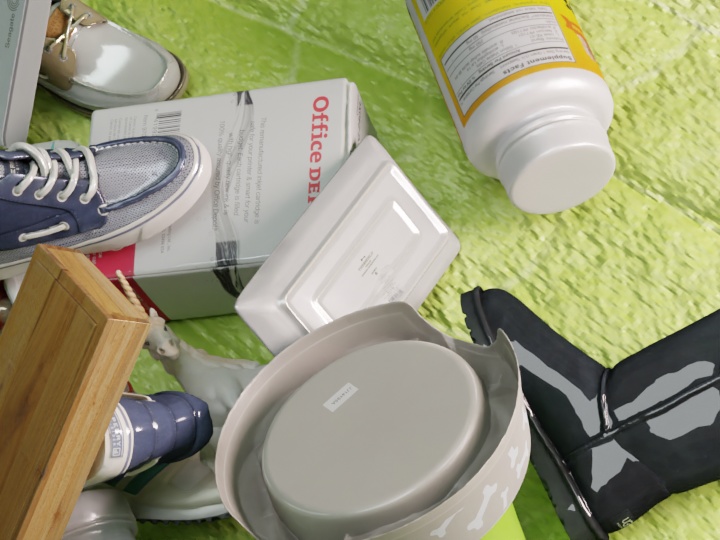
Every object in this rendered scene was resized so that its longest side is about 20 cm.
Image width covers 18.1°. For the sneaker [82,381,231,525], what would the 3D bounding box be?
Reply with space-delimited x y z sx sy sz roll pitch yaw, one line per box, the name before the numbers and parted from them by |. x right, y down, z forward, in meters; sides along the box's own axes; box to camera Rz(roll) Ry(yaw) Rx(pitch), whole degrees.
sneaker | -0.149 0.118 1.537 0.200 0.070 0.093 -1 99 21

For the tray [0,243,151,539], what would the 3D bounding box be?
tray | -0.203 0.095 1.411 0.099 0.037 0.200 41 114 45

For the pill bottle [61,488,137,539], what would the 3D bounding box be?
pill bottle | -0.154 0.246 1.447 0.112 0.112 0.200 -27 68 3

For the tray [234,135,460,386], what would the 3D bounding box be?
tray | 0.000 0.000 1.517 0.022 0.107 0.200 -24 21 44

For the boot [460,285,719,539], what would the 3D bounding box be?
boot | 0.175 0.065 1.474 0.168 0.076 0.200 -29 64 6

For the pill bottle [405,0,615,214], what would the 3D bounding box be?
pill bottle | 0.109 -0.140 1.591 0.109 0.109 0.200 -23 58 5

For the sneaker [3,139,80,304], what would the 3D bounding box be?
sneaker | -0.222 -0.018 1.657 0.080 0.070 0.200 -19 58 4

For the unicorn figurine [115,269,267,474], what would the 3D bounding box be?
unicorn figurine | -0.071 0.084 1.514 0.074 0.200 0.137 -59 41 26

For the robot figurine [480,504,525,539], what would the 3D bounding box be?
robot figurine | 0.049 0.189 1.409 0.175 0.116 0.200 -3 38 -11

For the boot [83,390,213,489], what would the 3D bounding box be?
boot | -0.187 0.117 1.492 0.200 0.090 0.073 -8 87 48

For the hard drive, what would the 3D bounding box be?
hard drive | -0.321 -0.175 1.742 0.200 0.027 0.132 15 97 39

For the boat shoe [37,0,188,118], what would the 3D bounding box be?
boat shoe | -0.227 -0.172 1.743 0.200 0.068 0.075 17 69 25

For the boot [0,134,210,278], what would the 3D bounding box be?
boot | -0.208 -0.055 1.555 0.200 0.090 0.073 -22 58 10

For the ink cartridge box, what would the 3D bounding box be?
ink cartridge box | -0.092 -0.048 1.621 0.200 0.083 0.145 -6 61 16

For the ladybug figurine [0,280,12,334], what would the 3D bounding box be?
ladybug figurine | -0.348 0.022 1.674 0.200 0.072 0.136 -2 62 17

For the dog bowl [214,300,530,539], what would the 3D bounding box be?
dog bowl | 0.013 0.108 1.381 0.200 0.059 0.200 -17 38 14
